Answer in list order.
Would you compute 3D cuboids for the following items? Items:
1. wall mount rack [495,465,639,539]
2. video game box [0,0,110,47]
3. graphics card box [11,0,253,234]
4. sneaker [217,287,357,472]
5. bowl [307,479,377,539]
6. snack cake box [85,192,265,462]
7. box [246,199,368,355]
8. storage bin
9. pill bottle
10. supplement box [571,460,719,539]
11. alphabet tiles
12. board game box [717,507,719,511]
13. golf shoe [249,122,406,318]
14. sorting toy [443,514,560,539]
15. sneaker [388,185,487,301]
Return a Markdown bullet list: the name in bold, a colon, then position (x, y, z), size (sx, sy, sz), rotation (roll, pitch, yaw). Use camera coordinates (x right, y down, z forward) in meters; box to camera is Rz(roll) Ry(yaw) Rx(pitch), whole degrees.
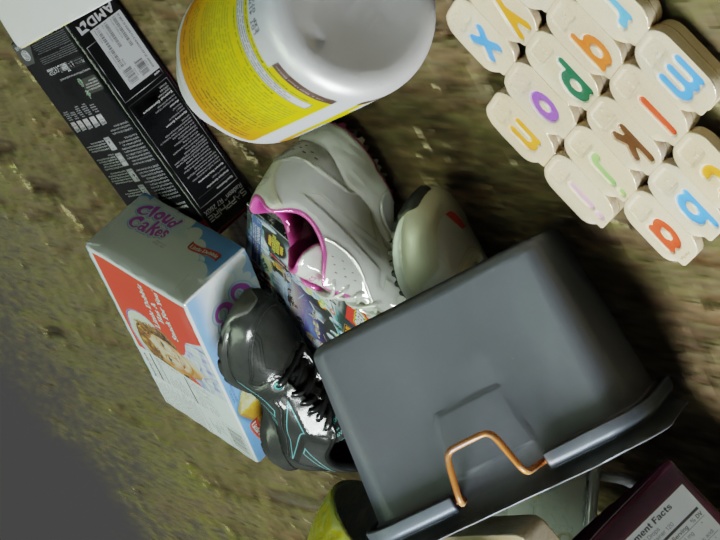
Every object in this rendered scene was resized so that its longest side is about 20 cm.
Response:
- **wall mount rack**: position (0.097, 0.145, 1.400), size (0.199, 0.075, 0.174), rotation (6, 120, 10)
- **video game box**: position (-0.103, -0.203, 1.177), size (0.047, 0.182, 0.200), rotation (54, 156, -13)
- **graphics card box**: position (-0.174, -0.113, 1.612), size (0.200, 0.051, 0.125), rotation (54, 157, -14)
- **sneaker**: position (-0.044, 0.085, 1.577), size (0.079, 0.076, 0.200), rotation (17, 150, 30)
- **bowl**: position (0.023, 0.270, 1.652), size (0.200, 0.108, 0.200), rotation (38, -166, -11)
- **snack cake box**: position (-0.122, 0.045, 1.630), size (0.115, 0.067, 0.200), rotation (31, 154, 36)
- **box**: position (-0.027, 0.032, 1.585), size (0.137, 0.040, 0.200), rotation (40, 156, 18)
- **storage bin**: position (0.070, 0.071, 1.261), size (0.135, 0.200, 0.146), rotation (62, -162, 1)
- **pill bottle**: position (-0.042, -0.138, 1.261), size (0.109, 0.109, 0.200), rotation (53, 157, -9)
- **supplement box**: position (0.210, 0.225, 1.271), size (0.200, 0.086, 0.110), rotation (47, 157, 6)
- **alphabet tiles**: position (0.129, -0.094, 1.141), size (0.196, 0.015, 0.200), rotation (47, 157, 6)
- **board game box**: position (0.237, 0.214, 1.378), size (0.102, 0.048, 0.200), rotation (47, 157, 3)
- **golf shoe**: position (0.000, 0.000, 1.417), size (0.200, 0.091, 0.075), rotation (55, 154, -10)
- **sorting toy**: position (0.102, 0.251, 1.305), size (0.199, 0.070, 0.200), rotation (52, 158, -8)
- **sneaker**: position (0.089, 0.027, 1.354), size (0.093, 0.070, 0.200), rotation (6, 133, 35)
